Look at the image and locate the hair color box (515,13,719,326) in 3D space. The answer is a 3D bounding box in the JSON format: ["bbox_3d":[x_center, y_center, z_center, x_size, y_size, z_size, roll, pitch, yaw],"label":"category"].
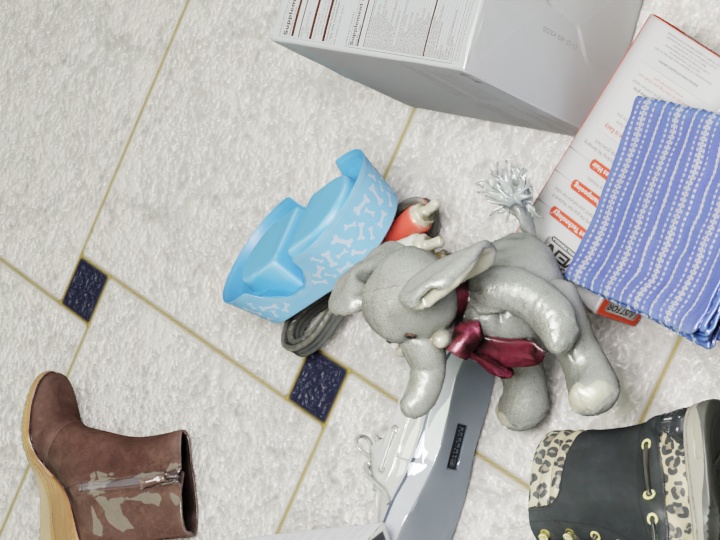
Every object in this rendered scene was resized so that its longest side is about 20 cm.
[{"bbox_3d":[0.207,-0.073,1.266,0.101,0.061,0.201,42,106,38],"label":"hair color box"}]

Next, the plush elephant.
[{"bbox_3d":[0.070,0.035,1.227,0.164,0.153,0.202,173,83,-69],"label":"plush elephant"}]

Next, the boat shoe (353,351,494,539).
[{"bbox_3d":[0.034,0.148,1.349,0.086,0.074,0.204,13,86,41],"label":"boat shoe"}]

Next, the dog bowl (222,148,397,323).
[{"bbox_3d":[-0.040,-0.022,1.429,0.200,0.049,0.112,-34,26,48],"label":"dog bowl"}]

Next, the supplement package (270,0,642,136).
[{"bbox_3d":[0.078,-0.206,1.324,0.199,0.190,0.149,15,88,41],"label":"supplement package"}]

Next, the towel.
[{"bbox_3d":[0.207,-0.038,1.148,0.146,0.024,0.200,-70,23,4],"label":"towel"}]

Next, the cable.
[{"bbox_3d":[0.000,0.000,1.423,0.199,0.050,0.098,-24,57,35],"label":"cable"}]

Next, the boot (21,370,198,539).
[{"bbox_3d":[-0.226,0.170,1.586,0.165,0.072,0.202,-20,65,23],"label":"boot"}]

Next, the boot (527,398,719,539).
[{"bbox_3d":[0.193,0.198,1.205,0.153,0.073,0.206,-11,68,41],"label":"boot"}]

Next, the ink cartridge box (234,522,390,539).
[{"bbox_3d":[-0.037,0.302,1.339,0.198,0.043,0.200,-12,99,38],"label":"ink cartridge box"}]
